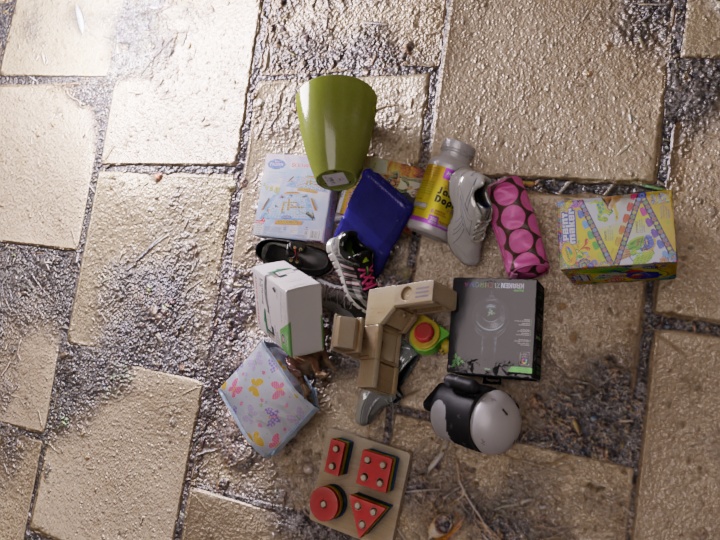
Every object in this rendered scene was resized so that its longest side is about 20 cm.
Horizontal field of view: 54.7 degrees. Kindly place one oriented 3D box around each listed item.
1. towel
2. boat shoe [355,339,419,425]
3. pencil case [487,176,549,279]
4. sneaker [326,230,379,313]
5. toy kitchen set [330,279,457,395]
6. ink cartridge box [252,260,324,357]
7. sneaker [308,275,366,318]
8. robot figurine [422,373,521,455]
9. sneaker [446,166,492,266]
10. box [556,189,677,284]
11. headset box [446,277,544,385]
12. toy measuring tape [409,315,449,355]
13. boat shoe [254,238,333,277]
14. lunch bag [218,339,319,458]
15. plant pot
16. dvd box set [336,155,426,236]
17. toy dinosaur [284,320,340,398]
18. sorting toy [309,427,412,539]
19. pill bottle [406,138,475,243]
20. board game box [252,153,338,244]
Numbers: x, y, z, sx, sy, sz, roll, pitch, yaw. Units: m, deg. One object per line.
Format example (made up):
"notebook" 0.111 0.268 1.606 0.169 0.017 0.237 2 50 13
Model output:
"towel" 0.028 -0.102 1.510 0.147 0.049 0.202 42 127 21
"boat shoe" 0.058 0.245 1.463 0.071 0.070 0.203 29 90 31
"pencil case" 0.308 -0.081 1.397 0.092 0.091 0.204 -11 71 -14
"sneaker" 0.000 0.000 1.482 0.202 0.073 0.087 61 141 14
"toy kitchen set" 0.062 0.123 1.347 0.178 0.162 0.204 -10 65 43
"ink cartridge box" -0.156 0.077 1.485 0.199 0.083 0.149 26 122 58
"sneaker" -0.062 0.060 1.525 0.197 0.115 0.077 14 87 26
"robot figurine" 0.216 0.277 1.341 0.198 0.149 0.127 7 79 50
"sneaker" 0.222 -0.102 1.393 0.087 0.074 0.204 23 125 52
"box" 0.465 -0.053 1.256 0.189 0.199 0.125 -4 80 24
"headset box" 0.267 0.123 1.373 0.171 0.092 0.205 2 80 25
"toy measuring tape" 0.110 0.122 1.463 0.199 0.073 0.074 32 95 32
"boat shoe" -0.154 -0.029 1.614 0.198 0.063 0.075 11 83 24
"lunch bag" -0.194 0.289 1.543 0.170 0.127 0.200 -48 55 10
"plant pot" -0.052 -0.285 1.522 0.184 0.187 0.204 -10 67 22
"dvd box set" 0.053 -0.173 1.559 0.197 0.029 0.149 18 89 26
"toy dinosaur" -0.119 0.189 1.503 0.136 0.199 0.086 47 113 12
"sorting toy" -0.011 0.456 1.459 0.196 0.069 0.203 11 86 25
"pill bottle" 0.175 -0.168 1.461 0.103 0.104 0.204 19 90 26
"board game box" -0.149 -0.170 1.645 0.196 0.041 0.204 7 84 25
